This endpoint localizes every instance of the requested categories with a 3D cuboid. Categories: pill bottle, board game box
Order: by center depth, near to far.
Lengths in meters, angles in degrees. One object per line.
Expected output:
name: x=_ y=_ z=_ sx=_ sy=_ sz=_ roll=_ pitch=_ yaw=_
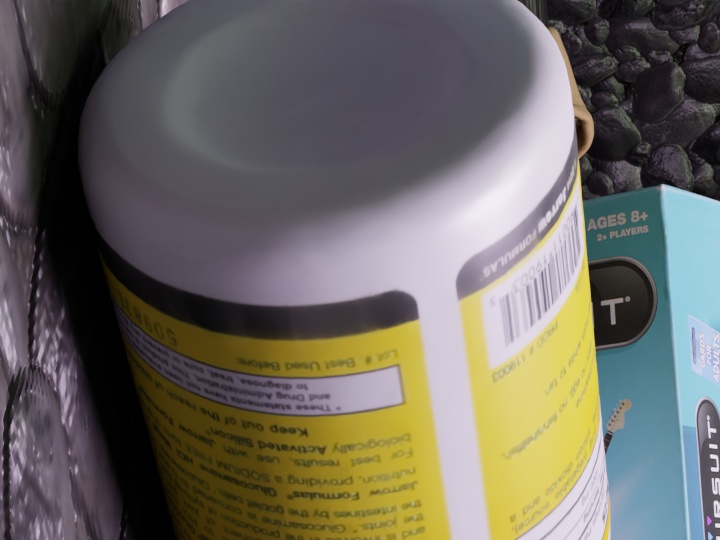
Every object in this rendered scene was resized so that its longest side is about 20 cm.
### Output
pill bottle: x=0.003 y=0.035 z=0.544 sx=0.113 sy=0.111 sz=0.201 roll=-84 pitch=168 yaw=-51
board game box: x=0.042 y=0.088 z=0.659 sx=0.047 sy=0.150 sz=0.202 roll=11 pitch=72 yaw=-52

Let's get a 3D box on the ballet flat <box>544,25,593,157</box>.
ballet flat: x=0.039 y=-0.041 z=0.754 sx=0.063 sy=0.068 sz=0.200 roll=58 pitch=29 yaw=-3
